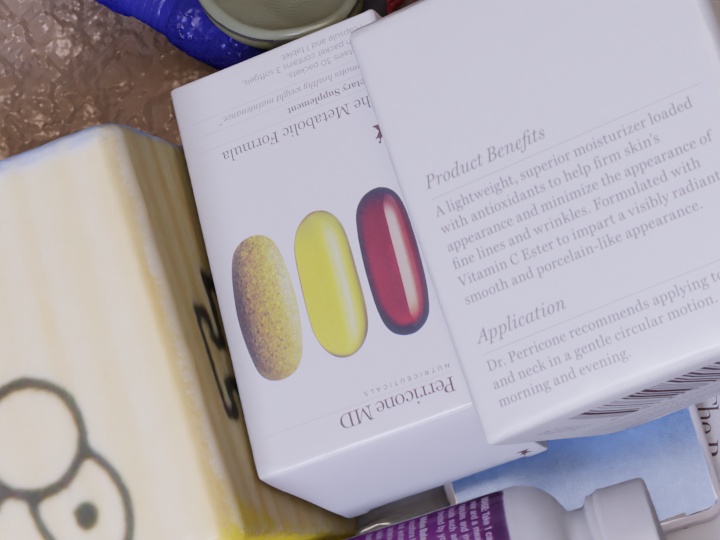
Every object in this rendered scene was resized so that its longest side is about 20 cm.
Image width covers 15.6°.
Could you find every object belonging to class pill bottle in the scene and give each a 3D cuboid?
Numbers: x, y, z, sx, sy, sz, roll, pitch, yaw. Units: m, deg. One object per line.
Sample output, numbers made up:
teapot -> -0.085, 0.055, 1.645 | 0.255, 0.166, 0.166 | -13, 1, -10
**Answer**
pill bottle -> 0.049, 0.165, 1.220 | 0.200, 0.112, 0.113 | -18, 80, 7

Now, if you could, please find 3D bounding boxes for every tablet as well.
tablet -> 0.090, 0.042, 1.293 | 0.130, 0.014, 0.200 | -16, 79, 3

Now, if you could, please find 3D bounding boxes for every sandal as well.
sandal -> -0.061, -0.192, 1.281 | 0.080, 0.057, 0.201 | -22, 67, -1

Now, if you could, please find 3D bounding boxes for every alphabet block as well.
alphabet block -> -0.139, 0.063, 1.259 | 0.195, 0.196, 0.200 | -20, 80, 16

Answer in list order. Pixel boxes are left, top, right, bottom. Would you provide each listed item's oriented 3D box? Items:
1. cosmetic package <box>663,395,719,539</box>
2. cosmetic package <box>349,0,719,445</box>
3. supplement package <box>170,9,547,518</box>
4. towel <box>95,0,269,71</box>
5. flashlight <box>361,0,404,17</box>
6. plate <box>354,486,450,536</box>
cosmetic package -> 0.207, 0.147, 1.285 | 0.150, 0.052, 0.200 | -4, 76, 15
cosmetic package -> 0.126, -0.042, 1.188 | 0.165, 0.165, 0.200 | -22, 79, 25
supplement package -> 0.000, 0.000, 1.241 | 0.114, 0.110, 0.200 | -21, 68, 16
towel -> -0.081, -0.183, 1.338 | 0.200, 0.050, 0.148 | 28, 74, 17
flashlight -> 0.026, -0.153, 1.365 | 0.200, 0.068, 0.068 | -42, 61, -7
plate -> -0.004, 0.212, 1.294 | 0.200, 0.032, 0.200 | -29, 62, 1
